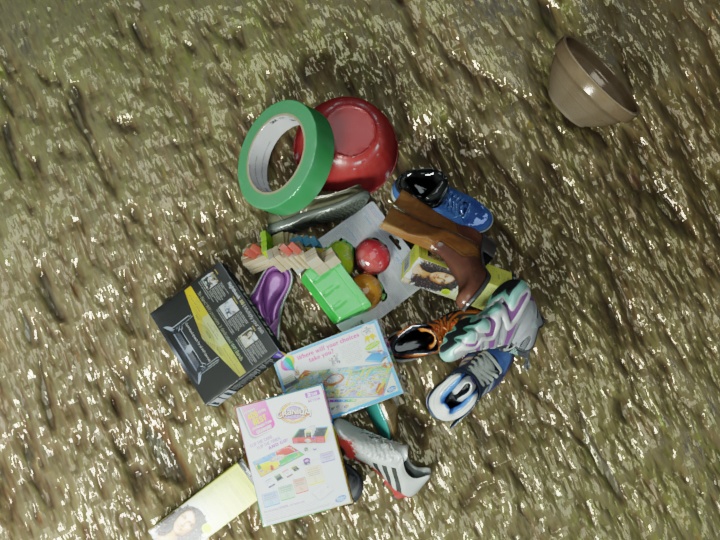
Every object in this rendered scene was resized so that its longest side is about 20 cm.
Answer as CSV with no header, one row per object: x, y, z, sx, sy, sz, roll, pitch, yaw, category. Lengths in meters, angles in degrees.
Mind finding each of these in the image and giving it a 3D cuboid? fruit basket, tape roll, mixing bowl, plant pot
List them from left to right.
-0.135,-0.199,1.361,0.200,0.048,0.201,-12,71,38,tape roll
-0.025,-0.239,1.408,0.200,0.108,0.200,0,81,-3,mixing bowl
0.000,0.000,1.399,0.200,0.094,0.185,-37,86,-23,fruit basket
0.418,-0.336,1.438,0.201,0.201,0.093,50,123,4,plant pot

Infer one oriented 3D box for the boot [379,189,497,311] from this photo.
0.126,-0.039,1.292,0.200,0.068,0.188,29,49,-5,boot

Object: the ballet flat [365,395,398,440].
0.025,0.204,1.379,0.072,0.068,0.200,-30,81,-27,ballet flat

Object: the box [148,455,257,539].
-0.257,0.407,1.315,0.200,0.050,0.075,-38,87,-3,box

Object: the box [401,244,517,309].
0.177,0.013,1.377,0.200,0.075,0.050,18,47,-14,box

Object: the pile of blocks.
-0.129,-0.042,1.345,0.200,0.062,0.082,1,62,29,pile of blocks

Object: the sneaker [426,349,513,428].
0.203,0.190,1.343,0.200,0.146,0.081,-38,86,-8,sneaker

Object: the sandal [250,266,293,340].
-0.177,0.079,1.382,0.082,0.050,0.203,14,82,-2,sandal

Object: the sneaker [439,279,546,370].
0.241,0.125,1.319,0.200,0.078,0.140,-38,104,-11,sneaker

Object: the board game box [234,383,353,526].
-0.109,0.303,1.274,0.153,0.040,0.200,-14,81,-1,board game box

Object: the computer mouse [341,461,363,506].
-0.074,0.318,1.361,0.200,0.046,0.141,22,85,11,computer mouse

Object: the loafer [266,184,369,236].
-0.082,-0.121,1.392,0.200,0.075,0.070,-17,76,8,loafer

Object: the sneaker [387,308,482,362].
0.144,0.118,1.367,0.200,0.112,0.078,-20,84,-6,sneaker

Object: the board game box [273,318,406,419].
-0.037,0.181,1.324,0.200,0.034,0.135,-22,80,10,board game box

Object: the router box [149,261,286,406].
-0.248,0.110,1.339,0.157,0.052,0.200,-36,73,2,router box

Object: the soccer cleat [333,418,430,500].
0.036,0.315,1.332,0.085,0.069,0.200,-41,103,20,soccer cleat

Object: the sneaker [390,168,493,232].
0.155,-0.125,1.402,0.200,0.111,0.077,24,81,-1,sneaker
